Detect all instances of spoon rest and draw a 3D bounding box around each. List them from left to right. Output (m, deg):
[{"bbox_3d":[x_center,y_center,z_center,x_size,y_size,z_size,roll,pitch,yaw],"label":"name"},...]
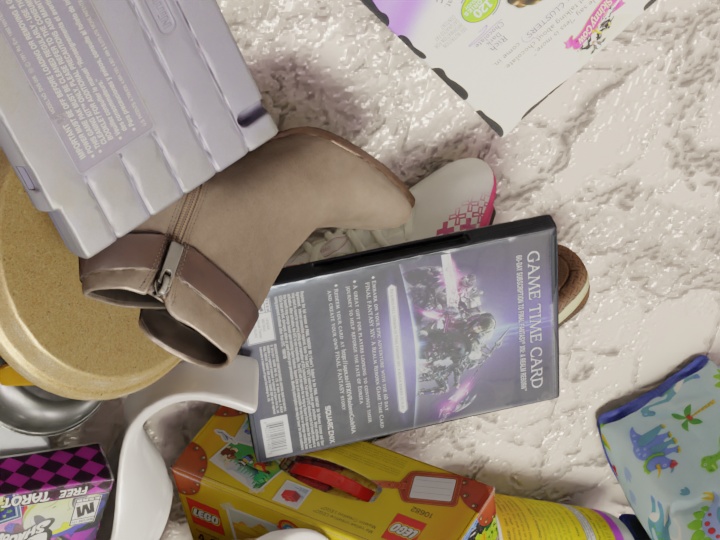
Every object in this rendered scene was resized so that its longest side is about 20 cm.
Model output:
[{"bbox_3d":[-0.133,0.117,1.116,0.061,0.099,0.200,21,131,-22],"label":"spoon rest"}]

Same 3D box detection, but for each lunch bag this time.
[{"bbox_3d":[0.273,0.195,1.344,0.127,0.170,0.200,-31,133,-1],"label":"lunch bag"}]

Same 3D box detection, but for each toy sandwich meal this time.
[{"bbox_3d":[-0.162,-0.019,1.017,0.205,0.070,0.206,-3,94,-45],"label":"toy sandwich meal"}]

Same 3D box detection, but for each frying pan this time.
[{"bbox_3d":[-0.201,0.008,1.049,0.115,0.031,0.190,-41,112,-35],"label":"frying pan"}]

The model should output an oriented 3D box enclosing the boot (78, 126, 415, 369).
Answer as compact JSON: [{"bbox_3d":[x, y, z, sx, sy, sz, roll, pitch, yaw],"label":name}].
[{"bbox_3d":[-0.065,-0.015,0.998,0.200,0.146,0.070,23,149,-23],"label":"boot"}]

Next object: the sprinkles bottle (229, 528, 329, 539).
[{"bbox_3d":[-0.094,0.206,1.159,0.068,0.068,0.200,19,158,-35],"label":"sprinkles bottle"}]

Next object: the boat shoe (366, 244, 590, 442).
[{"bbox_3d":[0.063,0.051,1.206,0.202,0.075,0.075,-27,146,7],"label":"boat shoe"}]

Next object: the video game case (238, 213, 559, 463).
[{"bbox_3d":[0.024,0.044,1.115,0.200,0.019,0.143,-12,130,-7],"label":"video game case"}]

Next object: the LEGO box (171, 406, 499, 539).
[{"bbox_3d":[-0.009,0.183,1.185,0.077,0.200,0.149,-51,145,-36],"label":"LEGO box"}]

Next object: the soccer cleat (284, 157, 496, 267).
[{"bbox_3d":[0.000,0.000,1.128,0.086,0.070,0.200,33,106,-29],"label":"soccer cleat"}]

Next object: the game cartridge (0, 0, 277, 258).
[{"bbox_3d":[-0.135,-0.119,0.885,0.130,0.038,0.200,-33,118,-15],"label":"game cartridge"}]

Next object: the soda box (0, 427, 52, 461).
[{"bbox_3d":[-0.291,0.119,1.093,0.200,0.063,0.068,-30,134,0],"label":"soda box"}]

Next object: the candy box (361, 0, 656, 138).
[{"bbox_3d":[0.075,-0.196,0.999,0.168,0.072,0.200,-41,132,11],"label":"candy box"}]

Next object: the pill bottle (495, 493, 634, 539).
[{"bbox_3d":[0.101,0.216,1.329,0.200,0.104,0.104,13,120,-32],"label":"pill bottle"}]

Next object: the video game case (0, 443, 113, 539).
[{"bbox_3d":[-0.263,0.186,1.100,0.200,0.036,0.181,-6,137,-30],"label":"video game case"}]
